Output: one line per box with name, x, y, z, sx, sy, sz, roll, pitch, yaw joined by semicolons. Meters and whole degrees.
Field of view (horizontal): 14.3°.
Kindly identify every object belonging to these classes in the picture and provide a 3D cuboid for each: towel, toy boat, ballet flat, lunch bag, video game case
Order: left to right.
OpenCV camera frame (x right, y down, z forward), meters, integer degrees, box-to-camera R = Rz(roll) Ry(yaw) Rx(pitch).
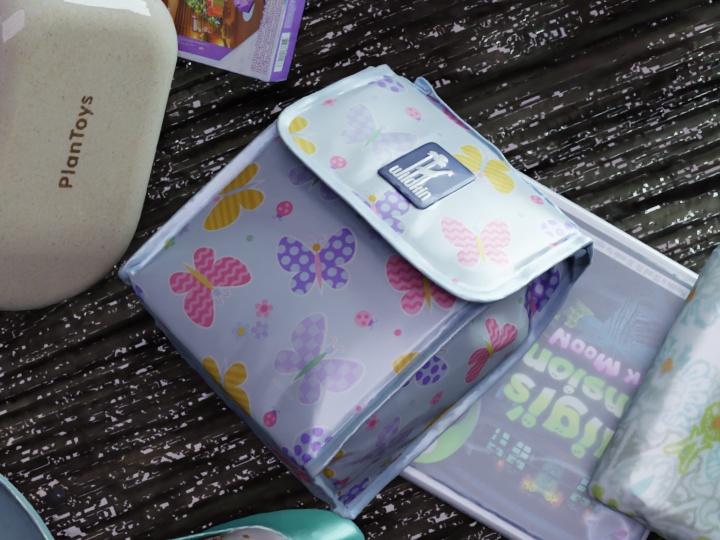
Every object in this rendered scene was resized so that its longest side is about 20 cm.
toy boat;-0.189;-0.082;1.561;0.130;0.131;0.200;4;108;-37
ballet flat;-0.092;0.174;1.558;0.200;0.070;0.068;-12;84;-5
lunch bag;0.000;0.000;1.538;0.200;0.127;0.170;-41;68;-7
video game case;0.099;0.054;1.606;0.200;0.023;0.182;30;83;0
towel;0.248;0.095;1.585;0.200;0.048;0.171;29;82;-9

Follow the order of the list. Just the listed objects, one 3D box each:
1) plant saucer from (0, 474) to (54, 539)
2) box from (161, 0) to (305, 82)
plant saucer;-0.212;0.167;1.523;0.039;0.201;0.201;-30;85;-48
box;-0.085;-0.217;1.576;0.137;0.039;0.200;16;100;13
